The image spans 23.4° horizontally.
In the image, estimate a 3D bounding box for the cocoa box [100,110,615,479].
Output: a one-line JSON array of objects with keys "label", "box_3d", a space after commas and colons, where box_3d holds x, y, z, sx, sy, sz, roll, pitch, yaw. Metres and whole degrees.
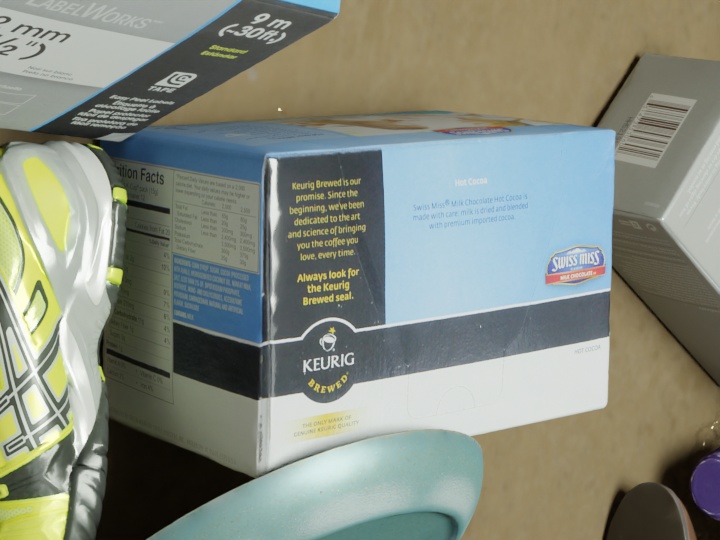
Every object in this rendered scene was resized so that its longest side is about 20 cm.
[{"label": "cocoa box", "box_3d": [0.000, 0.000, 0.770, 0.199, 0.133, 0.132, -7, 102, -38]}]

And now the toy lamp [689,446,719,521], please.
[{"label": "toy lamp", "box_3d": [0.267, 0.126, 1.051, 0.199, 0.058, 0.059, 5, 95, -47]}]

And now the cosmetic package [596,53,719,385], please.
[{"label": "cosmetic package", "box_3d": [0.210, -0.018, 0.972, 0.107, 0.090, 0.200, -56, 130, -16]}]

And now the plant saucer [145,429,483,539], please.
[{"label": "plant saucer", "box_3d": [-0.031, 0.132, 0.749, 0.199, 0.200, 0.028, -6, 60, -38]}]

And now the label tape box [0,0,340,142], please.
[{"label": "label tape box", "box_3d": [-0.084, -0.114, 0.623, 0.143, 0.199, 0.067, 4, 71, -48]}]

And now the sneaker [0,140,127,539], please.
[{"label": "sneaker", "box_3d": [-0.146, 0.047, 0.707, 0.076, 0.075, 0.202, 5, 85, -32]}]

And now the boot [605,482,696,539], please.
[{"label": "boot", "box_3d": [0.230, 0.205, 1.048, 0.199, 0.064, 0.188, -7, 97, -43]}]
